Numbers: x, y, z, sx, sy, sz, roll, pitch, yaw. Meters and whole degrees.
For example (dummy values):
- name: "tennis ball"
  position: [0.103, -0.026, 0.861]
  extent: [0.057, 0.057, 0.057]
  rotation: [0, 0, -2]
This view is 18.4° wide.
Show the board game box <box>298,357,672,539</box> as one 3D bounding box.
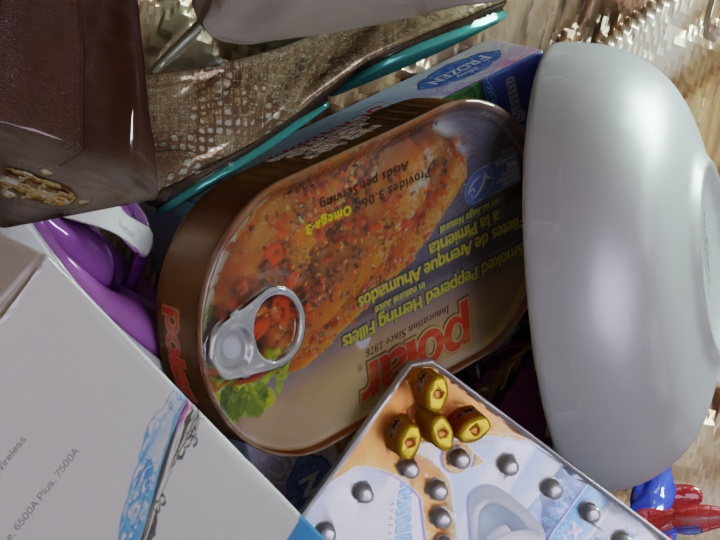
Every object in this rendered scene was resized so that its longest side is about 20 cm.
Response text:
- name: "board game box"
  position: [0.043, 0.172, 0.899]
  extent: [0.199, 0.026, 0.201]
  rotation: [37, 89, -15]

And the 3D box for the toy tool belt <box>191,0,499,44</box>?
- name: "toy tool belt"
  position: [0.023, -0.163, 0.828]
  extent: [0.198, 0.125, 0.124]
  rotation: [-11, 113, 0]

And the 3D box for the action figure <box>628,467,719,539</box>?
- name: "action figure"
  position: [0.158, 0.118, 1.013]
  extent: [0.200, 0.098, 0.066]
  rotation: [-44, 132, -68]

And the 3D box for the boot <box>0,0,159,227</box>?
- name: "boot"
  position: [-0.139, -0.124, 0.765]
  extent: [0.185, 0.064, 0.202]
  rotation: [17, 67, -41]

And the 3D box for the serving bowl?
- name: "serving bowl"
  position: [0.125, -0.003, 0.976]
  extent: [0.200, 0.065, 0.202]
  rotation: [-4, 90, -72]

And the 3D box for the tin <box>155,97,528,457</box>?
- name: "tin"
  position: [0.000, 0.000, 0.901]
  extent: [0.199, 0.042, 0.113]
  rotation: [-26, 111, -39]

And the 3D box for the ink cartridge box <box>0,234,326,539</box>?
- name: "ink cartridge box"
  position: [-0.133, 0.093, 0.813]
  extent: [0.145, 0.147, 0.200]
  rotation: [-52, 127, -16]

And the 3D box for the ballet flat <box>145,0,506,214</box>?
- name: "ballet flat"
  position: [-0.022, -0.094, 0.912]
  extent: [0.199, 0.070, 0.066]
  rotation: [-32, 96, -33]

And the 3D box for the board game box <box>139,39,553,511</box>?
- name: "board game box"
  position: [0.015, 0.027, 0.980]
  extent: [0.199, 0.041, 0.202]
  rotation: [-28, 116, -30]

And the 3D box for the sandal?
- name: "sandal"
  position: [-0.114, -0.034, 0.834]
  extent: [0.050, 0.083, 0.203]
  rotation: [-33, 123, 9]
